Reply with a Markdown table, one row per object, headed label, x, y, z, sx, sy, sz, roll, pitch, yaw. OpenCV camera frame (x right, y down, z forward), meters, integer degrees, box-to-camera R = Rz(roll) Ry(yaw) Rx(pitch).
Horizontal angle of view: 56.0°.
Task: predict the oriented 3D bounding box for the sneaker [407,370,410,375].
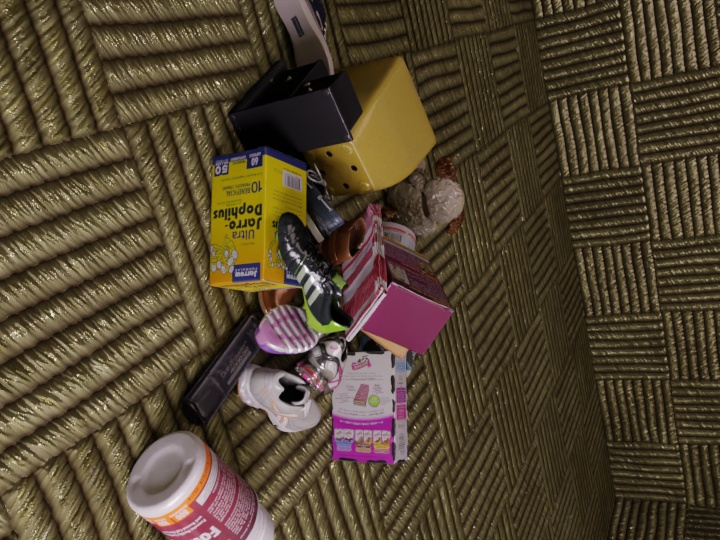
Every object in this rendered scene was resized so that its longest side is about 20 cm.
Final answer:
| label | x | y | z | sx | sy | sz | roll | pitch | yaw |
| --- | --- | --- | --- | --- | --- | --- | --- | --- | --- |
| sneaker | 0.069 | 0.173 | 1.446 | 0.089 | 0.075 | 0.200 | 59 | 31 | -17 |

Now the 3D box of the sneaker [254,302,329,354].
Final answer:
| label | x | y | z | sx | sy | sz | roll | pitch | yaw |
| --- | --- | --- | --- | --- | --- | --- | --- | --- | --- |
| sneaker | -0.108 | 0.098 | 1.092 | 0.200 | 0.088 | 0.081 | -18 | 78 | -60 |

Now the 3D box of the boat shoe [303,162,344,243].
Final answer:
| label | x | y | z | sx | sy | sz | roll | pitch | yaw |
| --- | --- | --- | --- | --- | --- | --- | --- | --- | --- |
| boat shoe | -0.082 | -0.128 | 1.138 | 0.075 | 0.062 | 0.200 | 60 | 1 | -41 |

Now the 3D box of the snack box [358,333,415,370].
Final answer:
| label | x | y | z | sx | sy | sz | roll | pitch | yaw |
| --- | --- | --- | --- | --- | --- | --- | --- | --- | --- |
| snack box | 0.070 | 0.112 | 1.396 | 0.037 | 0.115 | 0.201 | 55 | 41 | -39 |

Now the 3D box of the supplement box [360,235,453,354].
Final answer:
| label | x | y | z | sx | sy | sz | roll | pitch | yaw |
| --- | --- | --- | --- | --- | --- | --- | --- | --- | --- |
| supplement box | 0.064 | 0.035 | 1.200 | 0.130 | 0.104 | 0.200 | 26 | 21 | -20 |

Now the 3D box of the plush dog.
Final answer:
| label | x | y | z | sx | sy | sz | roll | pitch | yaw |
| --- | --- | --- | --- | --- | --- | --- | --- | --- | --- |
| plush dog | 0.151 | -0.160 | 1.522 | 0.160 | 0.170 | 0.202 | -37 | 118 | -55 |

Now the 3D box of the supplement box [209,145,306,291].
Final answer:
| label | x | y | z | sx | sy | sz | roll | pitch | yaw |
| --- | --- | --- | --- | --- | --- | --- | --- | --- | --- |
| supplement box | -0.156 | -0.074 | 1.045 | 0.109 | 0.108 | 0.202 | 12 | 75 | -58 |

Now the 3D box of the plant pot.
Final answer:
| label | x | y | z | sx | sy | sz | roll | pitch | yaw |
| --- | --- | --- | --- | --- | --- | --- | --- | --- | --- |
| plant pot | -0.004 | -0.248 | 1.266 | 0.196 | 0.193 | 0.201 | 61 | 43 | -34 |

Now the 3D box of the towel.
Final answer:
| label | x | y | z | sx | sy | sz | roll | pitch | yaw |
| --- | --- | --- | --- | --- | --- | --- | --- | --- | --- |
| towel | 0.000 | 0.000 | 1.153 | 0.023 | 0.144 | 0.201 | 15 | 46 | -20 |

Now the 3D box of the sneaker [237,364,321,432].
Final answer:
| label | x | y | z | sx | sy | sz | roll | pitch | yaw |
| --- | --- | --- | --- | --- | --- | --- | --- | --- | --- |
| sneaker | -0.109 | 0.213 | 1.097 | 0.200 | 0.091 | 0.076 | 43 | 51 | -49 |

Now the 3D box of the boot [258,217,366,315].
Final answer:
| label | x | y | z | sx | sy | sz | roll | pitch | yaw |
| --- | --- | --- | --- | --- | --- | --- | --- | --- | --- |
| boot | -0.079 | -0.011 | 1.122 | 0.074 | 0.154 | 0.201 | 51 | 44 | -43 |

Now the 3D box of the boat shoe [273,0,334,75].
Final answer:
| label | x | y | z | sx | sy | sz | roll | pitch | yaw |
| --- | --- | --- | --- | --- | --- | --- | --- | --- | --- |
| boat shoe | -0.084 | -0.432 | 1.251 | 0.093 | 0.074 | 0.202 | -38 | 111 | -55 |

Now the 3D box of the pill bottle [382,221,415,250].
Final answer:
| label | x | y | z | sx | sy | sz | roll | pitch | yaw |
| --- | --- | --- | --- | --- | --- | --- | --- | --- | --- |
| pill bottle | 0.048 | 0.011 | 1.383 | 0.109 | 0.108 | 0.202 | 43 | 50 | -49 |

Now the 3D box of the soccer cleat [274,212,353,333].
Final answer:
| label | x | y | z | sx | sy | sz | roll | pitch | yaw |
| --- | --- | --- | --- | --- | --- | --- | --- | --- | --- |
| soccer cleat | -0.064 | 0.003 | 1.004 | 0.068 | 0.080 | 0.201 | -50 | 128 | -50 |

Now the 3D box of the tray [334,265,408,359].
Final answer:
| label | x | y | z | sx | sy | sz | roll | pitch | yaw |
| --- | --- | --- | --- | --- | --- | --- | --- | --- | --- |
| tray | 0.013 | 0.073 | 1.248 | 0.199 | 0.037 | 0.099 | 35 | 26 | 3 |

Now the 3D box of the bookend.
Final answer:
| label | x | y | z | sx | sy | sz | roll | pitch | yaw |
| --- | --- | --- | --- | --- | --- | --- | --- | --- | --- |
| bookend | -0.081 | -0.285 | 1.121 | 0.093 | 0.198 | 0.199 | 63 | 37 | -32 |

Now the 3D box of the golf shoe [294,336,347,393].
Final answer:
| label | x | y | z | sx | sy | sz | roll | pitch | yaw |
| --- | --- | --- | --- | --- | --- | --- | --- | --- | --- |
| golf shoe | -0.051 | 0.156 | 1.143 | 0.073 | 0.092 | 0.200 | 44 | -6 | 5 |

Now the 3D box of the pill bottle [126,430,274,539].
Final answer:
| label | x | y | z | sx | sy | sz | roll | pitch | yaw |
| --- | --- | --- | --- | --- | --- | --- | --- | --- | --- |
| pill bottle | -0.204 | 0.313 | 0.897 | 0.201 | 0.113 | 0.115 | 58 | 40 | -37 |

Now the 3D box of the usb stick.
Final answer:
| label | x | y | z | sx | sy | sz | roll | pitch | yaw |
| --- | --- | --- | --- | --- | --- | --- | --- | --- | --- |
| usb stick | -0.199 | 0.143 | 1.013 | 0.056 | 0.032 | 0.200 | 60 | 38 | -25 |

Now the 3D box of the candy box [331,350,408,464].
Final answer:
| label | x | y | z | sx | sy | sz | roll | pitch | yaw |
| --- | --- | --- | --- | --- | --- | --- | --- | --- | --- |
| candy box | 0.017 | 0.252 | 1.264 | 0.061 | 0.135 | 0.202 | 14 | 74 | -59 |
